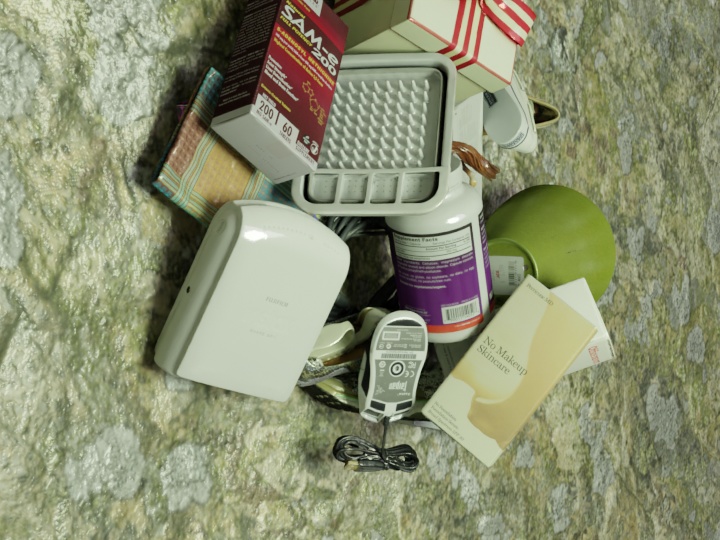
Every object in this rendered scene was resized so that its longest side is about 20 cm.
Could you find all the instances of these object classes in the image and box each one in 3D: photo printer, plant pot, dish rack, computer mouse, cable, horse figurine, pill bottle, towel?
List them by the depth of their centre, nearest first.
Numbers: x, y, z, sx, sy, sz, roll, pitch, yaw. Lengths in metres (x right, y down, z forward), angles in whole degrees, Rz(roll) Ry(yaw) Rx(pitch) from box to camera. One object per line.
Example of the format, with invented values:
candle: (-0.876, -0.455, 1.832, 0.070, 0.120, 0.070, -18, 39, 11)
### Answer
photo printer: (-0.107, 0.028, 1.334, 0.166, 0.069, 0.201, 20, 99, -40)
towel: (-0.123, -0.101, 1.347, 0.200, 0.022, 0.148, 40, 64, -43)
dish rack: (0.019, -0.142, 1.382, 0.044, 0.170, 0.201, 64, 29, -62)
pill bottle: (0.090, -0.026, 1.451, 0.112, 0.112, 0.201, -36, 125, -43)
computer mouse: (0.031, 0.136, 1.458, 0.109, 0.044, 0.202, 4, 106, -22)
cable: (0.000, 0.000, 1.513, 0.199, 0.051, 0.164, -8, 125, -44)
horse figurine: (0.064, -0.106, 1.535, 0.133, 0.199, 0.050, 49, 20, -43)
plant pot: (0.218, -0.011, 1.659, 0.200, 0.186, 0.189, -18, 107, -64)

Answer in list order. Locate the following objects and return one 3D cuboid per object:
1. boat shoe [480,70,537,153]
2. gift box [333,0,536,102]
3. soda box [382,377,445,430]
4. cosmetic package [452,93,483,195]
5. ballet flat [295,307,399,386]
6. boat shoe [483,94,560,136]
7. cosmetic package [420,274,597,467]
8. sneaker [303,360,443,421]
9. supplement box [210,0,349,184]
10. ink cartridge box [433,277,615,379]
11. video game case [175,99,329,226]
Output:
boat shoe: (0.180, -0.238, 1.667, 0.066, 0.072, 0.201, 24, 35, -50)
gift box: (0.080, -0.315, 1.470, 0.184, 0.186, 0.202, 20, 69, -35)
soda box: (0.110, 0.177, 1.673, 0.199, 0.063, 0.069, 17, 81, -49)
cosmetic package: (0.117, -0.131, 1.631, 0.083, 0.050, 0.201, -42, 138, -48)
ballet flat: (-0.006, 0.079, 1.471, 0.199, 0.072, 0.073, -19, 108, -31)
boat shoe: (0.204, -0.221, 1.746, 0.199, 0.076, 0.072, -12, 104, -48)
cosmetic package: (0.170, 0.114, 1.449, 0.201, 0.105, 0.071, -53, 169, 2)
sneaker: (0.020, 0.129, 1.527, 0.199, 0.077, 0.089, 13, 79, -28)
supplement box: (-0.081, -0.206, 1.340, 0.109, 0.061, 0.201, 40, 49, -39)
ink cartridge box: (0.202, 0.093, 1.562, 0.147, 0.199, 0.083, 44, 26, -71)
video game case: (-0.108, -0.113, 1.407, 0.181, 0.036, 0.201, -31, 116, -44)
